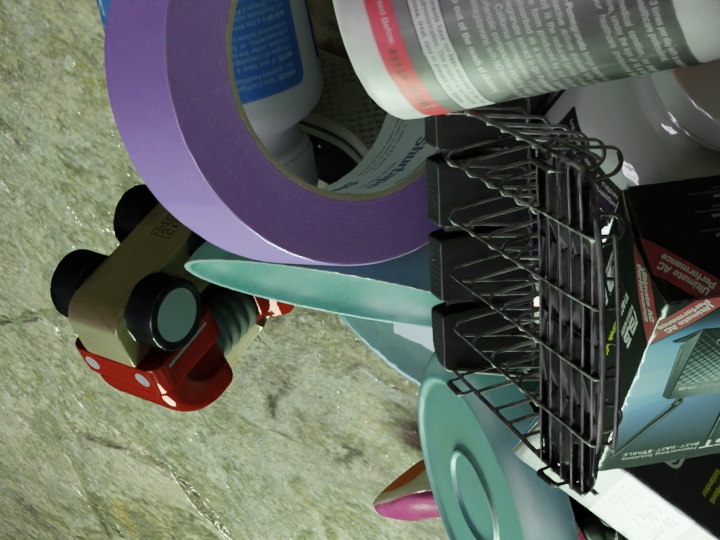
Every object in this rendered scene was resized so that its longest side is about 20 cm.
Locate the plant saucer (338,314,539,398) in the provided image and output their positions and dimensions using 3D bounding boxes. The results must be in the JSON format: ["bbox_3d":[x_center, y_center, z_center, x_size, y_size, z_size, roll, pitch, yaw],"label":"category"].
[{"bbox_3d":[0.056,0.012,1.027,0.201,0.039,0.201,29,148,20],"label":"plant saucer"}]

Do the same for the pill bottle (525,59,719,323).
[{"bbox_3d":[0.135,-0.053,0.775,0.112,0.113,0.200,39,151,0],"label":"pill bottle"}]

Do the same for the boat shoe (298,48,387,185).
[{"bbox_3d":[0.016,-0.069,0.931,0.200,0.075,0.062,29,151,31],"label":"boat shoe"}]

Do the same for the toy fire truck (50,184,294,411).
[{"bbox_3d":[-0.106,0.030,1.096,0.128,0.176,0.200,14,142,36],"label":"toy fire truck"}]

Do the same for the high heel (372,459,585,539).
[{"bbox_3d":[0.091,0.178,1.186,0.200,0.067,0.096,-28,99,45],"label":"high heel"}]

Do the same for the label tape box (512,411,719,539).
[{"bbox_3d":[0.205,0.097,0.867,0.200,0.144,0.063,36,148,5],"label":"label tape box"}]

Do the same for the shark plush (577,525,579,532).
[{"bbox_3d":[0.176,0.138,1.039,0.199,0.091,0.083,11,177,-11],"label":"shark plush"}]

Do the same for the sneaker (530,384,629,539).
[{"bbox_3d":[0.176,0.131,0.959,0.200,0.100,0.070,36,178,-8],"label":"sneaker"}]

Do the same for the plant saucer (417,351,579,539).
[{"bbox_3d":[0.078,0.135,0.971,0.200,0.027,0.201,163,90,-74],"label":"plant saucer"}]

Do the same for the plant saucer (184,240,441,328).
[{"bbox_3d":[0.000,0.000,0.921,0.199,0.036,0.200,11,173,1],"label":"plant saucer"}]

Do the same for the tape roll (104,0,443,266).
[{"bbox_3d":[-0.021,-0.103,0.781,0.066,0.200,0.200,2,134,56],"label":"tape roll"}]

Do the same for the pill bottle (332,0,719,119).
[{"bbox_3d":[0.096,-0.131,0.644,0.199,0.111,0.111,-9,129,23],"label":"pill bottle"}]

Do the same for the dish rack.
[{"bbox_3d":[0.076,0.000,0.687,0.200,0.054,0.154,-136,40,-68],"label":"dish rack"}]

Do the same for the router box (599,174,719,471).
[{"bbox_3d":[0.202,0.018,0.727,0.150,0.199,0.062,96,164,-57],"label":"router box"}]

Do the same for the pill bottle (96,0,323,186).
[{"bbox_3d":[-0.082,-0.131,0.862,0.112,0.112,0.201,9,119,42],"label":"pill bottle"}]
